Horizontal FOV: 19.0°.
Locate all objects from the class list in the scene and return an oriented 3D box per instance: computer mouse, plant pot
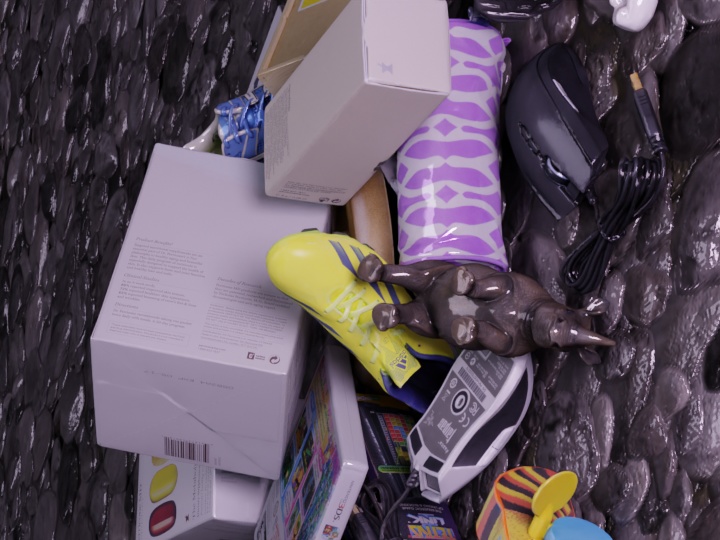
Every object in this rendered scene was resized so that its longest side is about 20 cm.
[{"bbox_3d":[0.068,0.128,1.519,0.200,0.044,0.110,-55,32,12],"label":"computer mouse"},{"bbox_3d":[0.144,-0.097,1.451,0.140,0.046,0.200,122,147,-45],"label":"computer mouse"},{"bbox_3d":[0.000,0.000,1.697,0.200,0.027,0.200,177,90,-81],"label":"plant pot"}]

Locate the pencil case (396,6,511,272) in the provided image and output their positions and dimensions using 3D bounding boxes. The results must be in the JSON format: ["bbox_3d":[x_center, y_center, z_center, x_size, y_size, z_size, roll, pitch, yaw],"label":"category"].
[{"bbox_3d":[0.069,-0.085,1.573,0.084,0.085,0.200,-21,62,56],"label":"pencil case"}]

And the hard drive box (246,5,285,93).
[{"bbox_3d":[-0.051,-0.102,1.866,0.156,0.077,0.200,-114,38,-51],"label":"hard drive box"}]

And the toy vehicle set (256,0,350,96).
[{"bbox_3d":[-0.001,-0.230,1.695,0.124,0.027,0.200,-15,41,37],"label":"toy vehicle set"}]

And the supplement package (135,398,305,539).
[{"bbox_3d":[-0.112,0.184,1.867,0.200,0.109,0.114,146,129,-60],"label":"supplement package"}]

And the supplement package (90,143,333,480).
[{"bbox_3d":[-0.113,0.032,1.704,0.151,0.152,0.200,96,-174,-52],"label":"supplement package"}]

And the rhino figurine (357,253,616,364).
[{"bbox_3d":[0.094,0.028,1.449,0.200,0.087,0.060,12,91,44],"label":"rhino figurine"}]

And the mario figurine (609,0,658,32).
[{"bbox_3d":[0.163,-0.228,1.381,0.200,0.106,0.124,-30,58,59],"label":"mario figurine"}]

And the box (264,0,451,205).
[{"bbox_3d":[-0.006,-0.123,1.565,0.200,0.068,0.082,139,135,-59],"label":"box"}]

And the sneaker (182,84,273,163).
[{"bbox_3d":[-0.070,-0.113,1.730,0.200,0.077,0.076,-36,63,47],"label":"sneaker"}]

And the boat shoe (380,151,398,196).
[{"bbox_3d":[0.048,-0.131,1.663,0.068,0.072,0.200,-29,58,30],"label":"boat shoe"}]

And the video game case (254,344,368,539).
[{"bbox_3d":[-0.040,0.177,1.634,0.200,0.024,0.182,-101,30,-67],"label":"video game case"}]

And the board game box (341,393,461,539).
[{"bbox_3d":[-0.001,0.223,1.669,0.200,0.057,0.165,-65,30,32],"label":"board game box"}]

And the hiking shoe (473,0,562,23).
[{"bbox_3d":[0.136,-0.269,1.513,0.200,0.076,0.101,-60,23,22],"label":"hiking shoe"}]

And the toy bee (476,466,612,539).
[{"bbox_3d":[0.110,0.188,1.362,0.200,0.109,0.131,-150,72,-65],"label":"toy bee"}]

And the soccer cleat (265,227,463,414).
[{"bbox_3d":[0.012,0.040,1.544,0.065,0.200,0.084,-38,37,18],"label":"soccer cleat"}]
